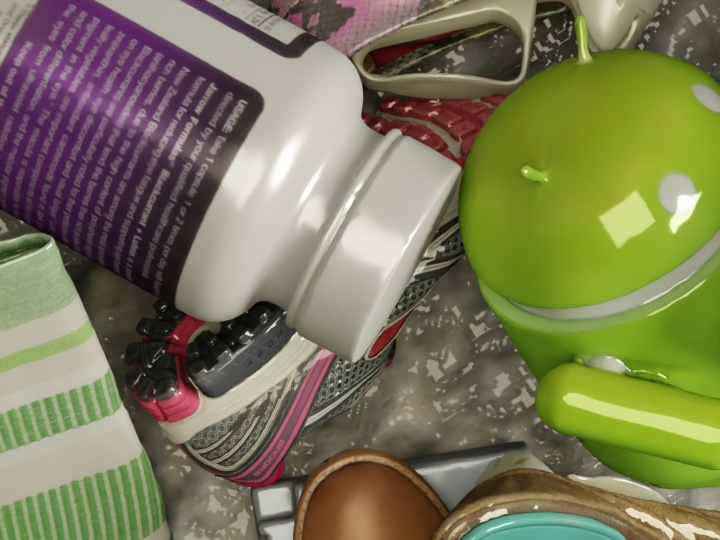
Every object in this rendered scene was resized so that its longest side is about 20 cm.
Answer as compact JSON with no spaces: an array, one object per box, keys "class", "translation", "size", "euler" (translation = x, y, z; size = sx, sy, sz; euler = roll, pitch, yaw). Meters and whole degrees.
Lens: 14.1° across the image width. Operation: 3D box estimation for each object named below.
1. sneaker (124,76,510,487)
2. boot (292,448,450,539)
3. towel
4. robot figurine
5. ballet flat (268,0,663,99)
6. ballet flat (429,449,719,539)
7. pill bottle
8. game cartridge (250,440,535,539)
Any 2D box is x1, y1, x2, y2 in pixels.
[{"class":"sneaker","translation":[0.000,0.000,1.147],"size":[0.200,0.081,0.075],"euler":[-40,124,-2]},{"class":"boot","translation":[0.019,0.171,1.076],"size":[0.076,0.155,0.201],"euler":[-7,93,-1]},{"class":"towel","translation":[-0.161,0.074,1.104],"size":[0.152,0.023,0.200],"euler":[-18,138,0]},{"class":"robot figurine","translation":[0.109,0.001,1.090],"size":[0.115,0.176,0.200],"euler":[-6,137,29]},{"class":"ballet flat","translation":[0.064,-0.106,1.135],"size":[0.200,0.069,0.071],"euler":[-17,72,3]},{"class":"ballet flat","translation":[0.087,0.104,1.116],"size":[0.200,0.072,0.068],"euler":[12,121,-39]},{"class":"pill bottle","translation":[-0.069,-0.050,1.056],"size":[0.200,0.111,0.112],"euler":[29,92,6]},{"class":"game cartridge","translation":[0.036,0.174,1.172],"size":[0.133,0.042,0.201],"euler":[-9,93,-5]}]
